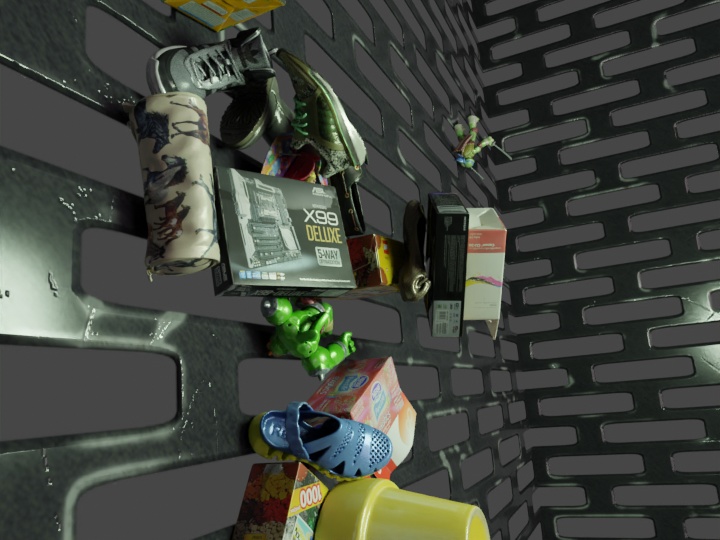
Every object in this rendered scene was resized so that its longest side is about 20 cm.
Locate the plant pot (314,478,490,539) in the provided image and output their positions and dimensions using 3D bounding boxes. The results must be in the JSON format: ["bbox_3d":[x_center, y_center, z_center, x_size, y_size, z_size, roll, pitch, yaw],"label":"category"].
[{"bbox_3d":[0.065,0.374,0.776,0.200,0.187,0.203,-10,90,-68],"label":"plant pot"}]

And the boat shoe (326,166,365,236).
[{"bbox_3d":[-0.025,-0.152,0.935,0.074,0.062,0.203,-58,145,-71],"label":"boat shoe"}]

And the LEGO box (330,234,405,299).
[{"bbox_3d":[0.000,0.000,1.002,0.200,0.148,0.078,8,73,-66],"label":"LEGO box"}]

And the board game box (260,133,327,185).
[{"bbox_3d":[-0.082,-0.129,0.925,0.200,0.039,0.159,-23,127,-59],"label":"board game box"}]

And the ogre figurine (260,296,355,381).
[{"bbox_3d":[-0.083,0.071,0.866,0.120,0.097,0.202,-68,145,-60],"label":"ogre figurine"}]

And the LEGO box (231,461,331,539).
[{"bbox_3d":[-0.080,0.363,0.780,0.201,0.077,0.150,58,31,-41],"label":"LEGO box"}]

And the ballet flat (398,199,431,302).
[{"bbox_3d":[0.094,-0.036,0.964,0.068,0.046,0.201,58,30,-43],"label":"ballet flat"}]

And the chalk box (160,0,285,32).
[{"bbox_3d":[-0.193,-0.448,0.790,0.125,0.123,0.202,0,80,-66],"label":"chalk box"}]

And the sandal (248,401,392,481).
[{"bbox_3d":[-0.042,0.222,0.788,0.198,0.087,0.080,16,49,-22],"label":"sandal"}]

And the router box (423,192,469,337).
[{"bbox_3d":[0.137,-0.014,0.979,0.157,0.052,0.202,-86,177,-71],"label":"router box"}]

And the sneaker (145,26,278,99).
[{"bbox_3d":[-0.178,-0.261,0.758,0.200,0.113,0.076,-55,130,-59],"label":"sneaker"}]

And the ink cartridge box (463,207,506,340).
[{"bbox_3d":[0.197,0.006,1.019,0.117,0.067,0.202,-88,178,-67],"label":"ink cartridge box"}]

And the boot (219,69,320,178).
[{"bbox_3d":[-0.127,-0.193,0.925,0.201,0.072,0.183,66,33,-50],"label":"boot"}]

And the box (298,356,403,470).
[{"bbox_3d":[-0.011,0.225,0.964,0.200,0.102,0.096,-39,116,-63],"label":"box"}]

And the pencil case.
[{"bbox_3d":[-0.209,-0.092,0.669,0.078,0.089,0.202,125,-42,-83],"label":"pencil case"}]

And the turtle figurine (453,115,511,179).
[{"bbox_3d":[0.416,-0.446,2.178,0.144,0.198,0.196,112,-25,-66],"label":"turtle figurine"}]

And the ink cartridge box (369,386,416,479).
[{"bbox_3d":[0.052,0.317,1.141,0.201,0.050,0.163,-81,150,-44],"label":"ink cartridge box"}]

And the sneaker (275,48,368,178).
[{"bbox_3d":[-0.067,-0.206,0.825,0.201,0.088,0.077,55,-1,-31],"label":"sneaker"}]

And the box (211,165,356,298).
[{"bbox_3d":[-0.107,-0.045,0.802,0.199,0.050,0.159,4,68,-42],"label":"box"}]
